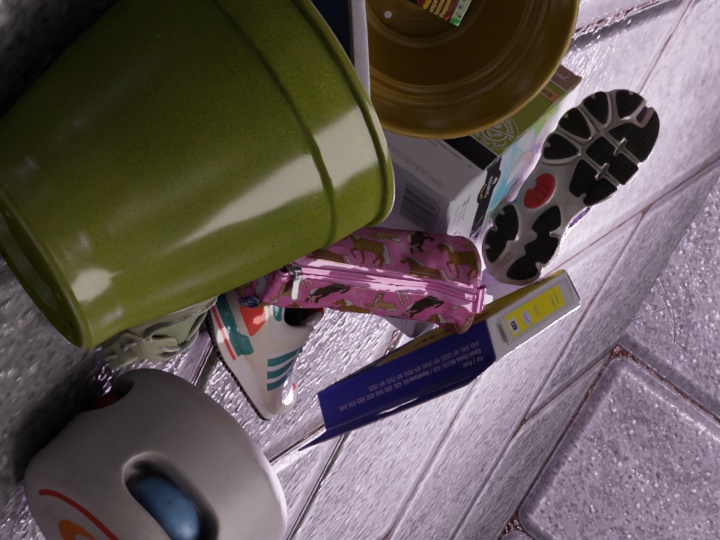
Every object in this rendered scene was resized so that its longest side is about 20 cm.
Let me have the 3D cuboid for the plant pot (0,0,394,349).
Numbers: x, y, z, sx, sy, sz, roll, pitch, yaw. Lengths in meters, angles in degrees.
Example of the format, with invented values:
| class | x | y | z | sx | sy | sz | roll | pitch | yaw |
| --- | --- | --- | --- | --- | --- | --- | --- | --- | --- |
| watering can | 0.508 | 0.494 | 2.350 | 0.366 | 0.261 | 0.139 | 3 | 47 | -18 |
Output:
| class | x | y | z | sx | sy | sz | roll | pitch | yaw |
| --- | --- | --- | --- | --- | --- | --- | --- | --- | --- |
| plant pot | -0.115 | -0.060 | 0.977 | 0.192 | 0.201 | 0.201 | -35 | 159 | -18 |

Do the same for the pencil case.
| class | x | y | z | sx | sy | sz | roll | pitch | yaw |
| --- | --- | --- | --- | --- | --- | --- | --- | --- | --- |
| pencil case | 0.000 | 0.000 | 1.341 | 0.198 | 0.087 | 0.083 | 8 | 141 | -26 |

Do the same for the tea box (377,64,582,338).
| class | x | y | z | sx | sy | sz | roll | pitch | yaw |
| --- | --- | --- | --- | --- | --- | --- | --- | --- | --- |
| tea box | 0.069 | -0.088 | 1.501 | 0.197 | 0.133 | 0.201 | -44 | 162 | -32 |

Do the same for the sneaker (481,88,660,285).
| class | x | y | z | sx | sy | sz | roll | pitch | yaw |
| --- | --- | --- | --- | --- | --- | --- | --- | --- | --- |
| sneaker | 0.176 | -0.076 | 1.492 | 0.200 | 0.081 | 0.083 | -47 | 178 | 7 |

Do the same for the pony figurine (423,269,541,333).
| class | x | y | z | sx | sy | sz | roll | pitch | yaw |
| --- | --- | --- | --- | --- | --- | --- | --- | --- | --- |
| pony figurine | 0.102 | 0.013 | 1.826 | 0.194 | 0.165 | 0.202 | -92 | -157 | -61 |

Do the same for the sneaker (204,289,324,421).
| class | x | y | z | sx | sy | sz | roll | pitch | yaw |
| --- | --- | --- | --- | --- | --- | --- | --- | --- | --- |
| sneaker | -0.066 | 0.059 | 1.439 | 0.093 | 0.071 | 0.200 | -24 | 149 | 2 |

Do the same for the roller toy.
| class | x | y | z | sx | sy | sz | roll | pitch | yaw |
| --- | --- | --- | --- | --- | --- | --- | --- | --- | --- |
| roller toy | -0.162 | 0.180 | 1.310 | 0.140 | 0.199 | 0.184 | -43 | 140 | -29 |

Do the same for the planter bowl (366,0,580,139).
| class | x | y | z | sx | sy | sz | roll | pitch | yaw |
| --- | --- | --- | --- | --- | --- | --- | --- | --- | --- |
| planter bowl | 0.051 | -0.202 | 1.224 | 0.202 | 0.199 | 0.084 | -58 | -163 | 14 |

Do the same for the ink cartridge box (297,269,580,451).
| class | x | y | z | sx | sy | sz | roll | pitch | yaw |
| --- | --- | --- | --- | --- | --- | --- | --- | --- | --- |
| ink cartridge box | 0.062 | 0.075 | 1.457 | 0.197 | 0.047 | 0.199 | -25 | 179 | 37 |

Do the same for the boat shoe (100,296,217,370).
| class | x | y | z | sx | sy | sz | roll | pitch | yaw |
| --- | --- | --- | --- | --- | --- | --- | --- | --- | --- |
| boat shoe | -0.131 | 0.026 | 1.131 | 0.072 | 0.063 | 0.200 | -30 | -173 | -24 |

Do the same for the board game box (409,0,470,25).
| class | x | y | z | sx | sy | sz | roll | pitch | yaw |
| --- | --- | --- | --- | --- | --- | --- | --- | --- | --- |
| board game box | 0.065 | -0.276 | 1.143 | 0.202 | 0.104 | 0.023 | -63 | -168 | 12 |

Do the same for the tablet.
| class | x | y | z | sx | sy | sz | roll | pitch | yaw |
| --- | --- | --- | --- | --- | --- | --- | --- | --- | --- |
| tablet | -0.014 | -0.141 | 1.082 | 0.200 | 0.013 | 0.132 | -113 | -161 | -68 |
